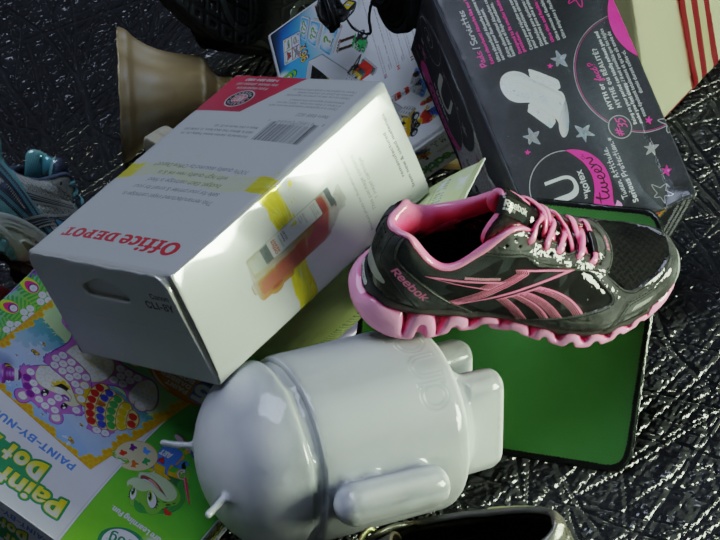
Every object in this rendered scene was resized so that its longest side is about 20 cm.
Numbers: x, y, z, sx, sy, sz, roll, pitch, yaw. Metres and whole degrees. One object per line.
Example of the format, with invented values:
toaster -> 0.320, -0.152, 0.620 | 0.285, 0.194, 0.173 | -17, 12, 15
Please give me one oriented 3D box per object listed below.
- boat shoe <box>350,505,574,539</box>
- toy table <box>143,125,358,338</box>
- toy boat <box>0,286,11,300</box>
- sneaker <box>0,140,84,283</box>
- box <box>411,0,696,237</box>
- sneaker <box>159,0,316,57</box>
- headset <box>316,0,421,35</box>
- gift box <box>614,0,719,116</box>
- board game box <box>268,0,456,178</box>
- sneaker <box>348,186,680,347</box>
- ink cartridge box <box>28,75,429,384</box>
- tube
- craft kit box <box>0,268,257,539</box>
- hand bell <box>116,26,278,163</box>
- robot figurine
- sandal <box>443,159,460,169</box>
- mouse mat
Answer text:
boat shoe -> 0.025, 0.172, 1.406 | 0.200, 0.061, 0.072 | -7, 35, 10
toy table -> -0.077, -0.021, 1.679 | 0.199, 0.118, 0.184 | 15, 43, 35
toy boat -> -0.252, 0.043, 1.634 | 0.199, 0.131, 0.130 | 19, 45, 39
sneaker -> -0.207, -0.032, 1.677 | 0.077, 0.200, 0.087 | 9, 74, 41
box -> 0.121, -0.099, 1.628 | 0.114, 0.132, 0.201 | -19, 76, -9
sneaker -> -0.107, -0.201, 1.938 | 0.090, 0.200, 0.077 | -3, 77, 34
headset -> 0.047, -0.211, 1.718 | 0.199, 0.095, 0.123 | -17, -7, 37
gift box -> 0.192, -0.235, 1.834 | 0.199, 0.188, 0.185 | 9, 40, 32
board game box -> 0.005, -0.133, 1.801 | 0.126, 0.035, 0.201 | -33, 45, 20
sneaker -> 0.095, -0.010, 1.441 | 0.199, 0.096, 0.079 | -3, 51, -12
ink cartridge box -> -0.080, -0.029, 1.502 | 0.145, 0.084, 0.200 | 9, 42, 47
tube -> 0.000, 0.000, 1.547 | 0.200, 0.052, 0.058 | -37, 53, 31
craft kit box -> -0.159, 0.096, 1.518 | 0.199, 0.049, 0.198 | 33, 51, 9
hand bell -> -0.086, -0.139, 1.903 | 0.198, 0.105, 0.104 | -3, 33, -4
robot figurine -> -0.014, 0.099, 1.462 | 0.199, 0.114, 0.170 | -13, 26, -23
sandal -> 0.040, -0.124, 1.830 | 0.210, 0.070, 0.078 | 2, 36, 22
mouse mat -> 0.087, 0.033, 1.536 | 0.199, 0.162, 0.008 | 7, -4, 29
